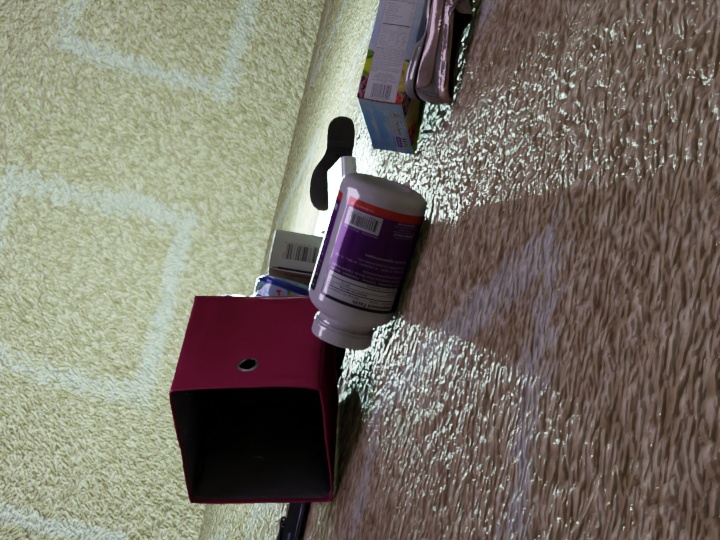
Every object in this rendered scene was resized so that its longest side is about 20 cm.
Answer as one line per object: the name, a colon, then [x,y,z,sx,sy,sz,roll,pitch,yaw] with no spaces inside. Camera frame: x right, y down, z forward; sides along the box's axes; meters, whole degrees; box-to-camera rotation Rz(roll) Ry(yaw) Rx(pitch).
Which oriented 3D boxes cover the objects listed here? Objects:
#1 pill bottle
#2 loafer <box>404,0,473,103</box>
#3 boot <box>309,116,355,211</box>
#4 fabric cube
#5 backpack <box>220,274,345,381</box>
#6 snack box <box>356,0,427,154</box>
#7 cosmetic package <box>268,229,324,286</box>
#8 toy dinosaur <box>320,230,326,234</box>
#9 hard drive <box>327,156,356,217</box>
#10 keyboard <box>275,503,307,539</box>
pill bottle: [0.004,-0.010,1.500,0.113,0.111,0.202,-107,33,-74]
loafer: [0.114,-0.302,1.511,0.072,0.062,0.202,13,-85,-60]
boot: [-0.046,-0.187,2.309,0.076,0.073,0.202,83,-161,-60]
fabric cube: [-0.131,0.166,1.624,0.200,0.193,0.202,-85,-8,-55]
backpack: [-0.123,0.088,1.850,0.183,0.198,0.149,151,133,-79]
snack box: [0.056,-0.279,1.618,0.169,0.067,0.203,64,-144,-72]
cosmetic package: [-0.102,0.038,2.009,0.201,0.102,0.088,96,-178,-49]
toy dinosaur: [-0.020,-0.102,1.972,0.200,0.060,0.108,-133,60,-79]
hard drive: [-0.025,-0.061,1.867,0.132,0.026,0.203,153,116,-77]
keyboard: [-0.107,0.406,1.805,0.127,0.020,0.202,146,139,-68]
